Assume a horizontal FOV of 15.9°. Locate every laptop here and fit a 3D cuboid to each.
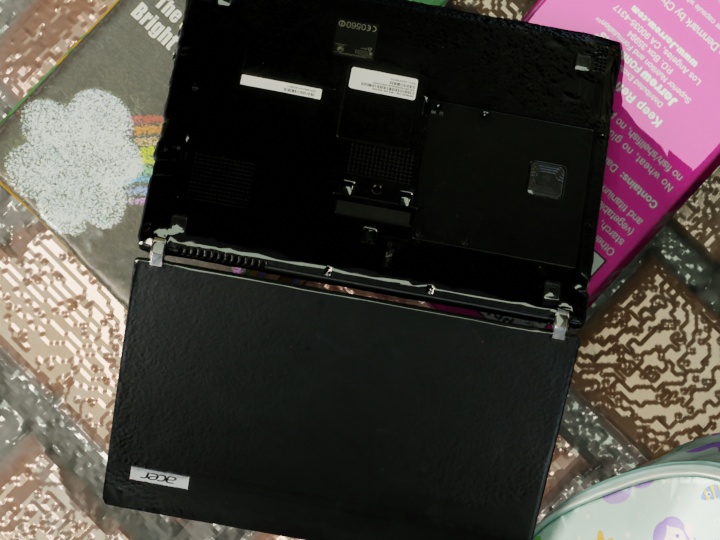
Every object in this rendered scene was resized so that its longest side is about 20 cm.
[{"bbox_3d":[0.000,0.000,1.037,0.176,0.103,0.201,10,67,-2],"label":"laptop"}]

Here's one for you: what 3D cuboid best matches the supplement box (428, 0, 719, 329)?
[{"bbox_3d":[0.100,-0.062,1.093,0.103,0.101,0.200,44,101,5],"label":"supplement box"}]

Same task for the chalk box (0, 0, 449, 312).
[{"bbox_3d":[-0.046,-0.071,1.114,0.125,0.124,0.200,44,87,8],"label":"chalk box"}]

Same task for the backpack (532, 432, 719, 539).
[{"bbox_3d":[0.147,0.170,1.041,0.177,0.150,0.201,-25,81,39],"label":"backpack"}]
